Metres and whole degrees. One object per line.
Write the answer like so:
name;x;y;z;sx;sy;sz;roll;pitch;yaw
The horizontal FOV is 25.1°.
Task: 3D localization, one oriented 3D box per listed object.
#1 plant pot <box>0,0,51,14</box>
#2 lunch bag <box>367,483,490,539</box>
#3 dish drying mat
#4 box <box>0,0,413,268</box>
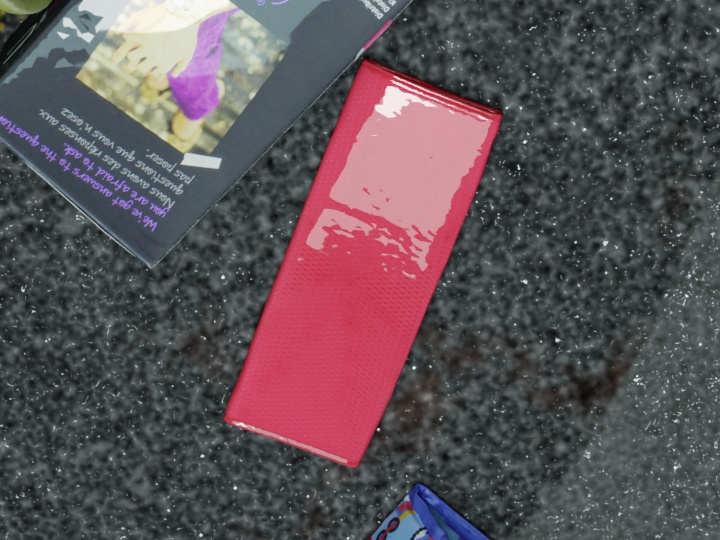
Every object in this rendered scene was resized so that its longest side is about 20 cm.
plant pot;-0.232;-0.195;0.648;0.183;0.201;0.202;-5;109;6
lunch bag;0.062;0.238;0.859;0.200;0.094;0.151;37;103;-22
dish drying mat;0.000;0.000;0.805;0.076;0.018;0.201;20;109;-6
box;-0.060;-0.120;0.705;0.106;0.122;0.200;42;105;-18
